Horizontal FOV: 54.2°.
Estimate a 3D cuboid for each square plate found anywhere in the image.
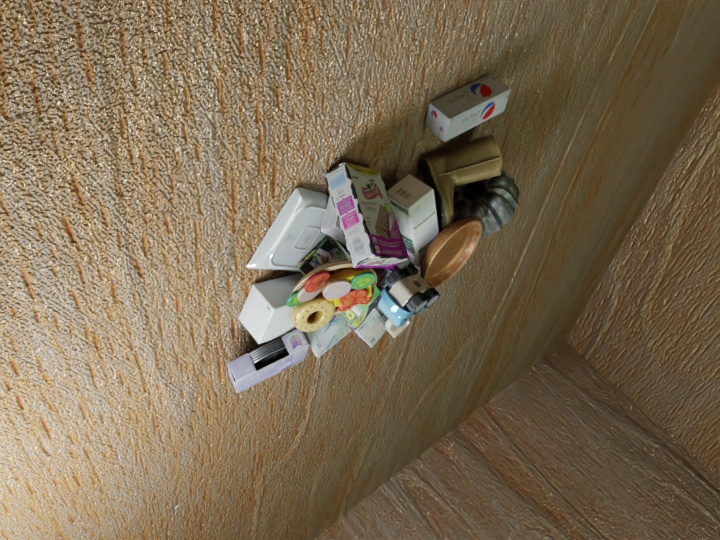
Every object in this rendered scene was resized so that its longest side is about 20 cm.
[{"bbox_3d":[-0.119,-0.072,1.464,0.201,0.028,0.197,-55,153,17],"label":"square plate"}]

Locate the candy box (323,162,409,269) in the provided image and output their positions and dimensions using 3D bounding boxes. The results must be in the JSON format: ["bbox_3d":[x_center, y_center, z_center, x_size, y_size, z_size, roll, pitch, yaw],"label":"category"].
[{"bbox_3d":[0.014,-0.107,1.417,0.061,0.202,0.136,-26,166,30],"label":"candy box"}]

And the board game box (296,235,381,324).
[{"bbox_3d":[-0.044,0.020,1.541,0.105,0.023,0.200,-45,124,-8],"label":"board game box"}]

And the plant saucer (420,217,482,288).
[{"bbox_3d":[0.207,-0.045,1.654,0.199,0.037,0.201,-38,153,-23],"label":"plant saucer"}]

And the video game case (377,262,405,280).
[{"bbox_3d":[0.092,-0.007,1.787,0.201,0.024,0.182,-52,171,-17],"label":"video game case"}]

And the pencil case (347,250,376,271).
[{"bbox_3d":[0.000,0.000,1.677,0.093,0.091,0.201,-10,139,-45],"label":"pencil case"}]

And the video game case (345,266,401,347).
[{"bbox_3d":[0.051,0.088,1.700,0.182,0.036,0.200,-52,160,-5],"label":"video game case"}]

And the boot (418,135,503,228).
[{"bbox_3d":[0.249,-0.209,1.642,0.198,0.177,0.066,-19,-173,-22],"label":"boot"}]

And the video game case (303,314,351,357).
[{"bbox_3d":[-0.042,0.111,1.662,0.199,0.022,0.183,-39,157,-12],"label":"video game case"}]

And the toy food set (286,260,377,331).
[{"bbox_3d":[-0.057,0.049,1.458,0.197,0.049,0.199,-16,148,-8],"label":"toy food set"}]

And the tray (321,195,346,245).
[{"bbox_3d":[-0.015,-0.107,1.508,0.200,0.022,0.109,26,78,-59],"label":"tray"}]

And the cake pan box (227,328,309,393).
[{"bbox_3d":[-0.210,0.207,1.597,0.183,0.053,0.200,-27,169,-14],"label":"cake pan box"}]

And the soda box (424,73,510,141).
[{"bbox_3d":[0.235,-0.357,1.540,0.199,0.068,0.064,-31,150,-28],"label":"soda box"}]

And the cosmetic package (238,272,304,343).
[{"bbox_3d":[-0.157,0.076,1.553,0.199,0.085,0.108,-12,140,-48],"label":"cosmetic package"}]

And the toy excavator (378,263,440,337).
[{"bbox_3d":[0.091,0.088,1.627,0.201,0.100,0.194,-51,162,27],"label":"toy excavator"}]

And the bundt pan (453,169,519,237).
[{"bbox_3d":[0.284,-0.185,1.731,0.202,0.202,0.076,-45,140,-1],"label":"bundt pan"}]

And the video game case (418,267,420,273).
[{"bbox_3d":[0.184,-0.038,1.914,0.201,0.017,0.143,-60,157,-2],"label":"video game case"}]

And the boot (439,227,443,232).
[{"bbox_3d":[0.240,-0.096,1.878,0.167,0.072,0.200,-56,158,-3],"label":"boot"}]

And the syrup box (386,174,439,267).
[{"bbox_3d":[0.121,-0.110,1.595,0.081,0.079,0.201,-38,143,-20],"label":"syrup box"}]
